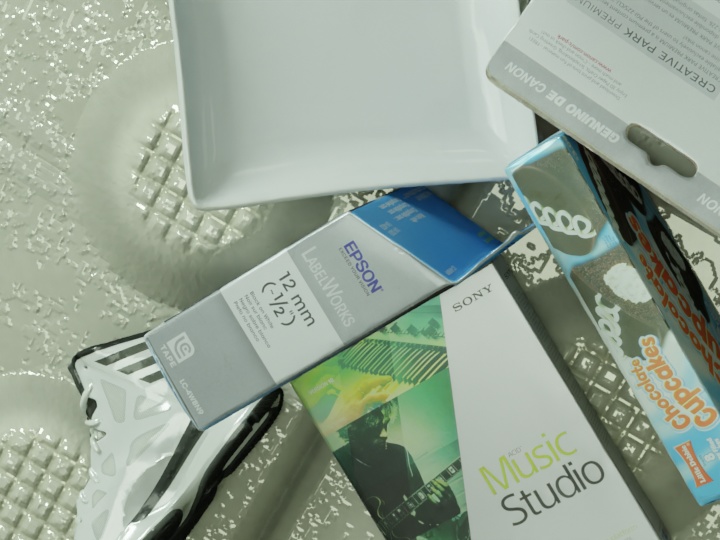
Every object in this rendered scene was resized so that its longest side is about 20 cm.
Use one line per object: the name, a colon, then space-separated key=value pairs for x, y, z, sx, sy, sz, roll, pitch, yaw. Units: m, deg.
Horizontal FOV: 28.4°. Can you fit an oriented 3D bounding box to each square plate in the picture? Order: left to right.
square plate: x=-0.008 y=-0.139 z=0.768 sx=0.198 sy=0.028 sz=0.200 roll=-7 pitch=89 yaw=-17

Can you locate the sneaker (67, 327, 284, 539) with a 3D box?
sneaker: x=-0.147 y=0.115 z=0.873 sx=0.115 sy=0.076 sz=0.201 roll=41 pitch=97 yaw=13

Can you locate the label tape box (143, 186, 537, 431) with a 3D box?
label tape box: x=0.000 y=0.000 z=0.771 sx=0.200 sy=0.143 sz=0.066 roll=-33 pitch=89 yaw=18

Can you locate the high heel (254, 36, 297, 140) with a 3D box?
high heel: x=-0.092 y=-0.133 z=0.814 sx=0.096 sy=0.067 sz=0.200 roll=-18 pitch=80 yaw=6

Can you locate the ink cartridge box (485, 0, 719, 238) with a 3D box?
ink cartridge box: x=0.189 y=-0.114 z=0.731 sx=0.200 sy=0.084 sz=0.176 roll=36 pitch=92 yaw=5

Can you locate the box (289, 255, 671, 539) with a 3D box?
box: x=0.070 y=0.111 z=0.833 sx=0.144 sy=0.036 sz=0.200 roll=-31 pitch=90 yaw=15

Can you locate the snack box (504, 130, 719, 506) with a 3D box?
snack box: x=0.153 y=0.014 z=0.756 sx=0.037 sy=0.116 sz=0.200 roll=-29 pitch=92 yaw=24
